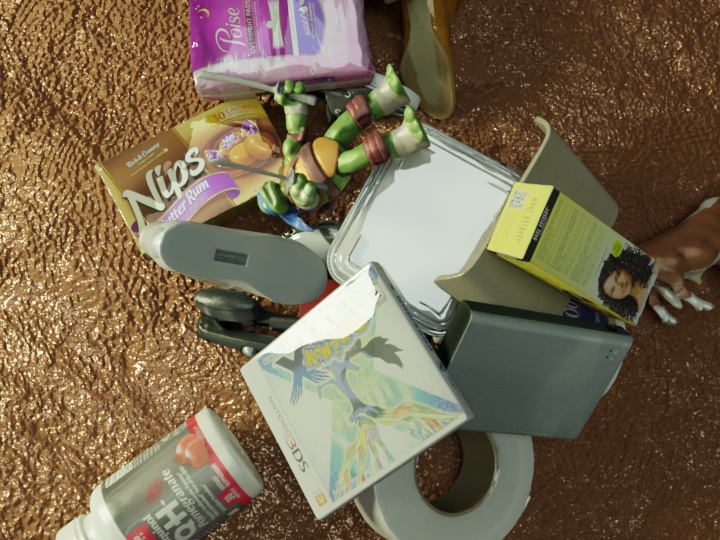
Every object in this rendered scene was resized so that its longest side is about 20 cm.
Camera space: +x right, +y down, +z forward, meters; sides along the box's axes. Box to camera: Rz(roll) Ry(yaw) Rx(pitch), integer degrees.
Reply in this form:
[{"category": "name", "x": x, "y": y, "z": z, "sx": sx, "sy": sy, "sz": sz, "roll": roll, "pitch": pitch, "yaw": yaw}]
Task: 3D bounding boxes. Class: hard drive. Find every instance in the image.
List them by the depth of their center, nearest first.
[{"category": "hard drive", "x": 0.165, "y": 0.106, "z": 0.777, "sx": 0.199, "sy": 0.033, "sz": 0.140, "roll": 10, "pitch": 117, "yaw": -23}]

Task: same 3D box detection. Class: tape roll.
[{"category": "tape roll", "x": 0.089, "y": 0.209, "z": 0.828, "sx": 0.202, "sy": 0.071, "sz": 0.203, "roll": 3, "pitch": 84, "yaw": -24}]

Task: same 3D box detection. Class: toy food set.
[{"category": "toy food set", "x": 0.174, "y": -0.037, "z": 0.781, "sx": 0.143, "sy": 0.060, "sz": 0.200, "roll": 38, "pitch": 79, "yaw": -34}]

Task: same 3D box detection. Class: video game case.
[{"category": "video game case", "x": -0.012, "y": 0.122, "z": 0.763, "sx": 0.200, "sy": 0.022, "sz": 0.183, "roll": -39, "pitch": 70, "yaw": 21}]

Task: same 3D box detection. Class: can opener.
[{"category": "can opener", "x": -0.091, "y": 0.071, "z": 0.841, "sx": 0.199, "sy": 0.079, "sz": 0.064, "roll": 15, "pitch": 79, "yaw": 10}]

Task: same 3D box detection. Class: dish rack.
[{"category": "dish rack", "x": 0.072, "y": -0.045, "z": 0.808, "sx": 0.171, "sy": 0.044, "sz": 0.200, "roll": 29, "pitch": 92, "yaw": 4}]

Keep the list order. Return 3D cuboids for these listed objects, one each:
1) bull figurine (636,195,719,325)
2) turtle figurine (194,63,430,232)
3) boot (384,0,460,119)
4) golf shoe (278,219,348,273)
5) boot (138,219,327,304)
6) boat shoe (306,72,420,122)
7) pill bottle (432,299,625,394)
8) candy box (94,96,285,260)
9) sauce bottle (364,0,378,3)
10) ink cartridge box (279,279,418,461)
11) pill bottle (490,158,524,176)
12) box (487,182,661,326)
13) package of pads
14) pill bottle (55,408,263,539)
[{"category": "bull figurine", "x": 0.424, "y": -0.022, "z": 0.937, "sx": 0.200, "sy": 0.065, "sz": 0.122, "roll": -27, "pitch": 85, "yaw": -9}, {"category": "turtle figurine", "x": -0.044, "y": -0.137, "z": 0.754, "sx": 0.193, "sy": 0.144, "sz": 0.200, "roll": -27, "pitch": 114, "yaw": 10}, {"category": "boot", "x": 0.098, "y": -0.303, "z": 0.922, "sx": 0.144, "sy": 0.071, "sz": 0.202, "roll": -51, "pitch": 129, "yaw": -38}, {"category": "golf shoe", "x": 0.000, "y": 0.000, "z": 0.868, "sx": 0.199, "sy": 0.078, "sz": 0.095, "roll": 7, "pitch": 72, "yaw": -4}, {"category": "boot", "x": -0.139, "y": -0.016, "z": 0.826, "sx": 0.200, "sy": 0.096, "sz": 0.074, "roll": 18, "pitch": 90, "yaw": -31}, {"category": "boat shoe", "x": -0.031, "y": -0.210, "z": 0.900, "sx": 0.199, "sy": 0.070, "sz": 0.066, "roll": 18, "pitch": 89, "yaw": -5}, {"category": "pill bottle", "x": 0.191, "y": 0.072, "z": 0.874, "sx": 0.199, "sy": 0.111, "sz": 0.111, "roll": 17, "pitch": 82, "yaw": -5}, {"category": "candy box", "x": -0.185, "y": -0.110, "z": 0.873, "sx": 0.200, "sy": 0.056, "sz": 0.117, "roll": -28, "pitch": 88, "yaw": -11}, {"category": "sauce bottle", "x": -0.051, "y": -0.330, "z": 0.912, "sx": 0.199, "sy": 0.065, "sz": 0.065, "roll": -13, "pitch": 86, "yaw": -10}, {"category": "ink cartridge box", "x": -0.001, "y": 0.115, "z": 0.876, "sx": 0.162, "sy": 0.050, "sz": 0.201, "roll": 9, "pitch": 86, "yaw": -7}, {"category": "pill bottle", "x": 0.171, "y": -0.060, "z": 0.885, "sx": 0.199, "sy": 0.114, "sz": 0.114, "roll": 22, "pitch": 81, "yaw": -4}, {"category": "box", "x": 0.217, "y": -0.013, "z": 0.748, "sx": 0.200, "sy": 0.050, "sz": 0.075, "roll": 24, "pitch": 88, "yaw": -35}, {"category": "package of pads", "x": -0.087, "y": -0.259, "z": 0.832, "sx": 0.199, "sy": 0.076, "sz": 0.121, "roll": -6, "pitch": 87, "yaw": -1}, {"category": "pill bottle", "x": -0.212, "y": 0.248, "z": 0.803, "sx": 0.200, "sy": 0.111, "sz": 0.111, "roll": -36, "pitch": 89, "yaw": -9}]
